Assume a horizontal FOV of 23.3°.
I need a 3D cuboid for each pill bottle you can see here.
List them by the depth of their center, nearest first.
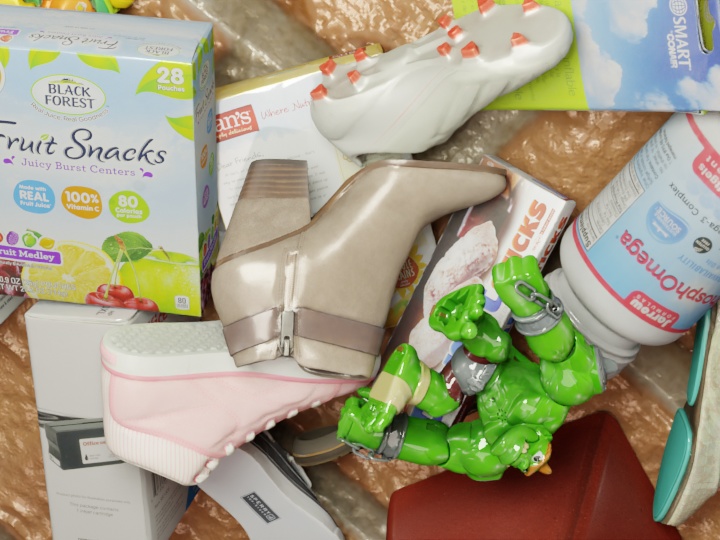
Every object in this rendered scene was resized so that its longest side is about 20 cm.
[{"bbox_3d":[0.206,-0.021,1.174,0.109,0.109,0.200,38,118,-4],"label":"pill bottle"}]

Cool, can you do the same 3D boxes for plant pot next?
[{"bbox_3d":[0.130,0.257,1.286,0.200,0.176,0.200,-24,106,24],"label":"plant pot"}]

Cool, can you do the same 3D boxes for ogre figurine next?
[{"bbox_3d":[0.084,0.076,1.159,0.120,0.098,0.200,29,109,-20],"label":"ogre figurine"}]

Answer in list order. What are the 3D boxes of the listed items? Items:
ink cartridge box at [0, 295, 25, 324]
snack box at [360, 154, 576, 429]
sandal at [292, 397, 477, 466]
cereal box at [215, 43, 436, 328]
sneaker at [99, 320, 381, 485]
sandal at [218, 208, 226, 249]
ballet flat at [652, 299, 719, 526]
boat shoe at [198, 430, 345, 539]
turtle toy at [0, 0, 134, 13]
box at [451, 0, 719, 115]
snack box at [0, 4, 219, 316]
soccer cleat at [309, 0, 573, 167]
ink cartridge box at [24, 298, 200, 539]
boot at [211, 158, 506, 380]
[{"bbox_3d":[-0.369,-0.029,1.340,0.144,0.084,0.200,-22,106,24],"label":"ink cartridge box"},{"bbox_3d":[0.074,0.023,1.226,0.072,0.024,0.200,31,103,23],"label":"snack box"},{"bbox_3d":[0.032,0.097,1.307,0.200,0.082,0.055,-20,86,29],"label":"sandal"},{"bbox_3d":[-0.027,-0.048,1.246,0.143,0.040,0.201,-15,109,3],"label":"cereal box"},{"bbox_3d":[-0.087,0.093,1.219,0.200,0.075,0.105,0,110,-21],"label":"sneaker"},{"bbox_3d":[-0.167,-0.070,1.279,0.206,0.059,0.079,22,100,-10],"label":"sandal"},{"bbox_3d":[0.257,0.104,1.245,0.062,0.067,0.201,8,117,0],"label":"ballet flat"},{"bbox_3d":[-0.070,0.173,1.363,0.072,0.068,0.200,-24,128,21],"label":"boat shoe"},{"bbox_3d":[-0.258,-0.195,1.223,0.200,0.101,0.146,39,118,-5],"label":"turtle toy"},{"bbox_3d":[0.152,-0.164,1.118,0.200,0.048,0.122,5,117,39],"label":"box"},{"bbox_3d":[-0.184,-0.074,1.185,0.168,0.068,0.201,5,123,7],"label":"snack box"},{"bbox_3d":[0.058,-0.122,1.145,0.200,0.069,0.078,-14,129,33],"label":"soccer cleat"},{"bbox_3d":[-0.177,0.094,1.310,0.084,0.145,0.201,4,115,14],"label":"ink cartridge box"},{"bbox_3d":[0.000,0.000,1.174,0.199,0.070,0.147,0,80,-1],"label":"boot"}]
